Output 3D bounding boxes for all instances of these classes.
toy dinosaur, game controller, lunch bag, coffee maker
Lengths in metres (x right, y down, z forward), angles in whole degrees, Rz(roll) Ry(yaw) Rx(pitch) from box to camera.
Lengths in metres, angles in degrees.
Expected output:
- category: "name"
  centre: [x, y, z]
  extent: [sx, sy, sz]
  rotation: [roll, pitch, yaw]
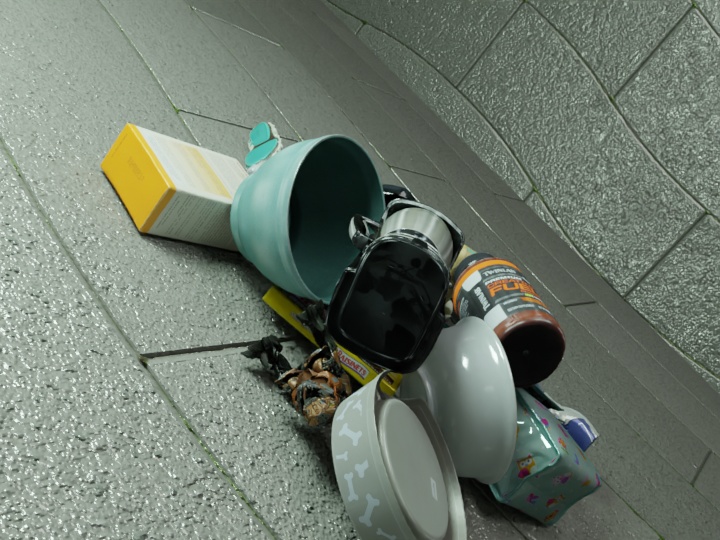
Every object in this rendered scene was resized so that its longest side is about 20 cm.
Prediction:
- category: "toy dinosaur"
  centre: [-0.054, 0.121, 0.925]
  extent: [0.137, 0.101, 0.200]
  rotation: [57, -18, 4]
- category: "game controller"
  centre: [0.045, -0.073, 1.186]
  extent: [0.103, 0.043, 0.200]
  rotation: [19, -12, 21]
- category: "lunch bag"
  centre: [0.210, 0.215, 1.122]
  extent: [0.170, 0.121, 0.201]
  rotation: [38, 18, -46]
- category: "coffee maker"
  centre: [0.042, 0.035, 0.939]
  extent: [0.132, 0.196, 0.200]
  rotation: [4, 16, 10]

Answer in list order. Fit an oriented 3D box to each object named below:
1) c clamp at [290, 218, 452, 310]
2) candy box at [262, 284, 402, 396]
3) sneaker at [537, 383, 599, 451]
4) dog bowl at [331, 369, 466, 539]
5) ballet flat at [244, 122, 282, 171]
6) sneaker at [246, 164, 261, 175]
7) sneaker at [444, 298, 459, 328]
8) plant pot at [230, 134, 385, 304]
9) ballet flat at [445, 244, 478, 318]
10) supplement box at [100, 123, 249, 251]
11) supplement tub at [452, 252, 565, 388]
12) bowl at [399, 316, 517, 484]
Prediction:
- category: "c clamp"
  centre: [0.000, 0.000, 1.146]
  extent: [0.201, 0.170, 0.027]
  rotation: [50, -7, -2]
- category: "candy box"
  centre: [-0.031, 0.087, 1.066]
  extent: [0.199, 0.027, 0.102]
  rotation: [40, 6, 5]
- category: "sneaker"
  centre: [0.265, 0.221, 1.317]
  extent: [0.199, 0.081, 0.114]
  rotation: [44, 22, 30]
- category: "dog bowl"
  centre: [0.038, 0.204, 0.837]
  extent: [0.201, 0.058, 0.202]
  rotation: [53, 23, -35]
- category: "ballet flat"
  centre: [-0.153, -0.194, 1.424]
  extent: [0.071, 0.072, 0.201]
  rotation: [33, 21, -20]
- category: "sneaker"
  centre: [-0.075, -0.121, 1.307]
  extent: [0.198, 0.076, 0.114]
  rotation: [29, 45, 8]
- category: "sneaker"
  centre: [0.087, 0.004, 1.348]
  extent: [0.083, 0.120, 0.203]
  rotation: [-31, 101, -45]
- category: "plant pot"
  centre: [-0.077, -0.064, 1.047]
  extent: [0.132, 0.204, 0.199]
  rotation: [5, -4, 35]
- category: "ballet flat"
  centre: [0.121, 0.040, 1.245]
  extent: [0.062, 0.201, 0.069]
  rotation: [19, 48, -11]
- category: "supplement box"
  centre: [-0.216, -0.100, 1.081]
  extent: [0.199, 0.074, 0.127]
  rotation: [13, 33, -54]
- category: "supplement tub"
  centre: [0.182, 0.054, 1.096]
  extent: [0.106, 0.107, 0.201]
  rotation: [30, 18, -27]
- category: "bowl"
  centre: [0.105, 0.159, 1.018]
  extent: [0.089, 0.204, 0.202]
  rotation: [-2, 36, -18]
